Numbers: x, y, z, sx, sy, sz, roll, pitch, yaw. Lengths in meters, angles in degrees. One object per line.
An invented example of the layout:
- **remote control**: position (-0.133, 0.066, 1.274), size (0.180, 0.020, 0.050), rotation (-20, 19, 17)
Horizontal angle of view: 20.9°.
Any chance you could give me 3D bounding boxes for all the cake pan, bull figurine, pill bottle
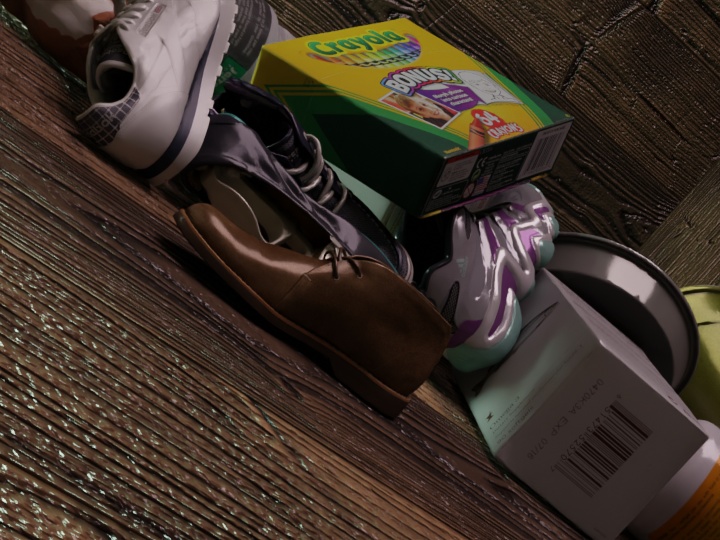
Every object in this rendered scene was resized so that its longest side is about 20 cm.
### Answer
- **cake pan**: position (0.179, 0.059, 1.619), size (0.200, 0.200, 0.037), rotation (40, 41, -10)
- **bull figurine**: position (-0.197, -0.180, 1.424), size (0.200, 0.065, 0.121), rotation (36, -20, 11)
- **pill bottle**: position (-0.149, -0.229, 1.830), size (0.200, 0.113, 0.113), rotation (35, 9, -35)
- **pill bottle**: position (0.277, 0.191, 1.559), size (0.200, 0.111, 0.111), rotation (41, 7, -4)

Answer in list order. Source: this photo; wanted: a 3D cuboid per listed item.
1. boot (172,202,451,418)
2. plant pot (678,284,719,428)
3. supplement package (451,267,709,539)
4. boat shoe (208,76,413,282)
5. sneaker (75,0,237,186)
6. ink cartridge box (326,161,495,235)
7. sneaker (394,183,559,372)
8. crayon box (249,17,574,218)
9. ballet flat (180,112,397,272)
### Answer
- **boot**: position (-0.028, 0.007, 1.215), size (0.200, 0.075, 0.074), rotation (37, 10, -25)
- **plant pot**: position (0.305, 0.150, 1.719), size (0.200, 0.200, 0.193), rotation (33, 21, -49)
- **supplement package**: position (0.160, 0.099, 1.477), size (0.117, 0.117, 0.200), rotation (39, 7, -15)
- **boat shoe**: position (-0.042, -0.055, 1.390), size (0.200, 0.075, 0.093), rotation (34, -27, 4)
- **sneaker**: position (-0.139, -0.154, 1.321), size (0.080, 0.076, 0.200), rotation (30, 44, -28)
- **ink cartridge box**: position (0.034, -0.099, 1.606), size (0.147, 0.083, 0.200), rotation (43, 33, 24)
- **sneaker**: position (0.080, -0.034, 1.510), size (0.140, 0.078, 0.200), rotation (49, 37, -25)
- **crayon box**: position (0.039, -0.121, 1.482), size (0.172, 0.058, 0.200), rotation (34, 28, 22)
- **ballet flat**: position (-0.050, -0.021, 1.341), size (0.200, 0.073, 0.073), rotation (46, 6, -16)
